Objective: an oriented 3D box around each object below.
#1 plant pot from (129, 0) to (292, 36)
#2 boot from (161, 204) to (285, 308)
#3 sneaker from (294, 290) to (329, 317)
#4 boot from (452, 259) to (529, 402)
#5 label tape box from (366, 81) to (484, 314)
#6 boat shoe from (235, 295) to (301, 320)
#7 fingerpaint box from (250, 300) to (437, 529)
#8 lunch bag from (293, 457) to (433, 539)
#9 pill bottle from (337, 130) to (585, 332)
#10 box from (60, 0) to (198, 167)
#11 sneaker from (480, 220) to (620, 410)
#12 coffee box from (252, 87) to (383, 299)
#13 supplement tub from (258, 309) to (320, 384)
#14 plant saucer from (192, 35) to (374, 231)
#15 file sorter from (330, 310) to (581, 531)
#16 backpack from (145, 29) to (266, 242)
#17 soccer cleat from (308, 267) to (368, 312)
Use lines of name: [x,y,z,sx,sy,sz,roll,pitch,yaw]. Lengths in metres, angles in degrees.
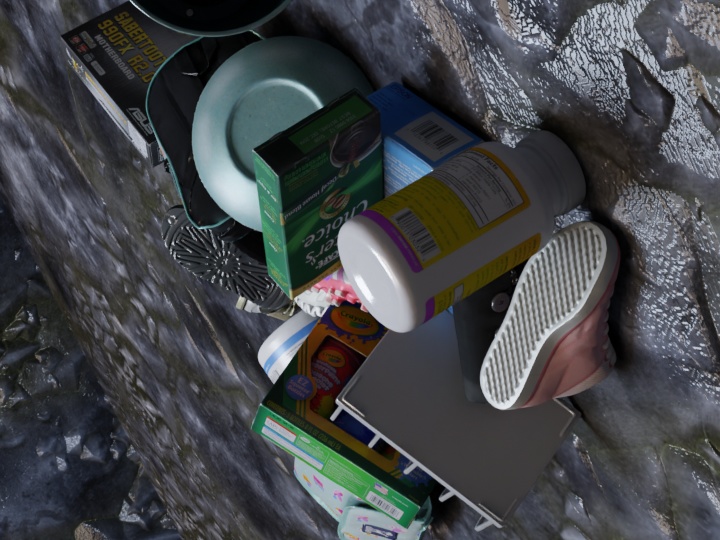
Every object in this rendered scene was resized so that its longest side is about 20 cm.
plant pot: [-0.147,-0.314,1.495,0.200,0.200,0.188,61,175,-5]
boot: [-0.140,-0.043,1.799,0.165,0.066,0.200,38,-159,-8]
sneaker: [-0.013,0.017,1.791,0.200,0.075,0.081,19,128,49]
boot: [0.091,0.038,1.425,0.066,0.164,0.200,-120,12,-50]
label tape box: [0.068,-0.063,1.494,0.143,0.066,0.200,39,155,44]
boat shoe: [-0.102,0.021,1.922,0.068,0.075,0.200,25,-171,4]
fingerpaint box: [0.013,0.146,1.659,0.200,0.167,0.073,33,150,5]
lunch bag: [0.011,0.273,1.998,0.200,0.122,0.170,48,159,17]
pill bottle: [0.087,-0.039,1.285,0.104,0.200,0.104,48,157,29]
box: [-0.232,-0.233,1.820,0.200,0.158,0.048,50,160,25]
sneaker: [0.189,0.038,1.361,0.075,0.104,0.201,54,131,37]
coffee box: [-0.035,-0.069,1.461,0.044,0.123,0.200,46,157,27]
supplement tub: [-0.021,0.146,1.883,0.200,0.132,0.132,54,159,13]
plant saucer: [-0.079,-0.136,1.552,0.201,0.201,0.039,57,-169,6]
file sorter: [0.088,0.148,1.554,0.200,0.139,0.125,37,162,4]
backpack: [-0.127,-0.151,1.664,0.200,0.176,0.153,60,-170,9]
soccer cleat: [0.000,0.000,1.592,0.067,0.077,0.200,29,172,-20]
